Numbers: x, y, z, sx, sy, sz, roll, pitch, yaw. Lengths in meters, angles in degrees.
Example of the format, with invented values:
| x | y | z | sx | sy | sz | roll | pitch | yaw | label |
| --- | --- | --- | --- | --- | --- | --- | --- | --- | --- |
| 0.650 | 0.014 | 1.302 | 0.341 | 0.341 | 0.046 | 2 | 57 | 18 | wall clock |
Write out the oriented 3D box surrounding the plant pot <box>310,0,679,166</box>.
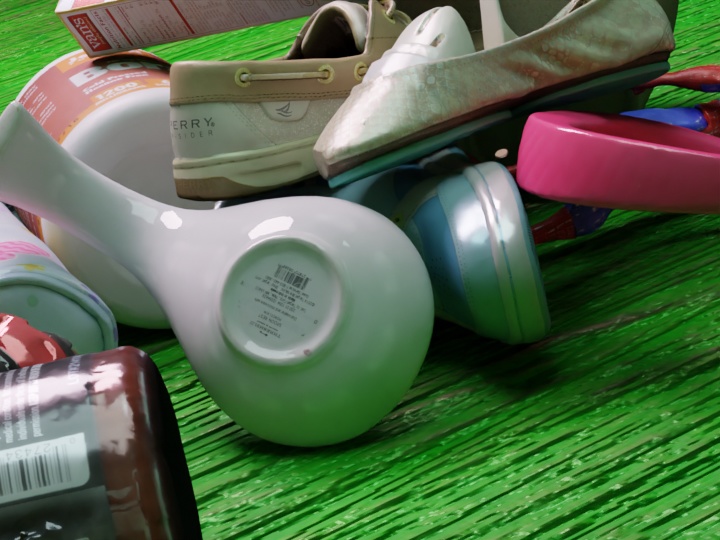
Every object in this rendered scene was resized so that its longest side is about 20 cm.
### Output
| x | y | z | sx | sy | sz | roll | pitch | yaw | label |
| --- | --- | --- | --- | --- | --- | --- | --- | --- | --- |
| 0.078 | -0.124 | 1.163 | 0.199 | 0.201 | 0.135 | -13 | 53 | -3 | plant pot |

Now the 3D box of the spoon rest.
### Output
| x | y | z | sx | sy | sz | roll | pitch | yaw | label |
| --- | --- | --- | --- | --- | --- | --- | --- | --- | --- |
| -0.060 | -0.003 | 0.918 | 0.199 | 0.100 | 0.061 | 29 | -4 | 19 | spoon rest |

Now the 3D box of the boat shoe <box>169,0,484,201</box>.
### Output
| x | y | z | sx | sy | sz | roll | pitch | yaw | label |
| --- | --- | --- | --- | --- | --- | --- | --- | --- | --- |
| -0.001 | -0.086 | 1.012 | 0.074 | 0.067 | 0.200 | 1 | 18 | 46 | boat shoe |

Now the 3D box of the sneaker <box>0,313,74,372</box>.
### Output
| x | y | z | sx | sy | sz | roll | pitch | yaw | label |
| --- | --- | --- | --- | --- | --- | --- | --- | --- | --- |
| -0.203 | 0.050 | 0.867 | 0.200 | 0.071 | 0.098 | 5 | 13 | 31 | sneaker |

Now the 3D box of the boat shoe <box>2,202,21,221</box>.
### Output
| x | y | z | sx | sy | sz | roll | pitch | yaw | label |
| --- | --- | --- | --- | --- | --- | --- | --- | --- | --- |
| -0.211 | -0.034 | 1.232 | 0.199 | 0.074 | 0.065 | -14 | 7 | -30 | boat shoe |

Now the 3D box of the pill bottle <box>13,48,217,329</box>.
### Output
| x | y | z | sx | sy | sz | roll | pitch | yaw | label |
| --- | --- | --- | --- | --- | --- | --- | --- | --- | --- |
| -0.115 | -0.049 | 1.126 | 0.112 | 0.113 | 0.200 | -16 | 18 | -13 | pill bottle |

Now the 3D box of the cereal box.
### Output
| x | y | z | sx | sy | sz | roll | pitch | yaw | label |
| --- | --- | --- | --- | --- | --- | --- | --- | --- | --- |
| -0.038 | -0.178 | 1.097 | 0.199 | 0.040 | 0.144 | -7 | 49 | 29 | cereal box |

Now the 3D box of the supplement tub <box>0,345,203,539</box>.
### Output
| x | y | z | sx | sy | sz | roll | pitch | yaw | label |
| --- | --- | --- | --- | --- | --- | --- | --- | --- | --- |
| -0.151 | 0.095 | 0.720 | 0.199 | 0.107 | 0.107 | -13 | 18 | -1 | supplement tub |

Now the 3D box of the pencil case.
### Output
| x | y | z | sx | sy | sz | roll | pitch | yaw | label |
| --- | --- | --- | --- | --- | --- | --- | --- | --- | --- |
| -0.170 | 0.019 | 1.002 | 0.090 | 0.084 | 0.200 | -23 | 20 | -16 | pencil case |

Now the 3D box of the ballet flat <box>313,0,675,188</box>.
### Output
| x | y | z | sx | sy | sz | roll | pitch | yaw | label |
| --- | --- | --- | --- | --- | --- | --- | --- | --- | --- |
| 0.050 | -0.088 | 0.975 | 0.199 | 0.063 | 0.067 | -21 | 0 | -37 | ballet flat |

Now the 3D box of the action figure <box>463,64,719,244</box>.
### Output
| x | y | z | sx | sy | sz | roll | pitch | yaw | label |
| --- | --- | --- | --- | --- | --- | --- | --- | --- | --- |
| 0.143 | -0.059 | 1.068 | 0.199 | 0.066 | 0.052 | -16 | 22 | -9 | action figure |

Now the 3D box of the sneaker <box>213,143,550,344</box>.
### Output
| x | y | z | sx | sy | sz | roll | pitch | yaw | label |
| --- | --- | --- | --- | --- | --- | --- | --- | --- | --- |
| 0.000 | 0.000 | 0.967 | 0.130 | 0.080 | 0.200 | -15 | 12 | -8 | sneaker |

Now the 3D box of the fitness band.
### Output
| x | y | z | sx | sy | sz | roll | pitch | yaw | label |
| --- | --- | --- | --- | --- | --- | --- | --- | --- | --- |
| 0.143 | -0.037 | 0.946 | 0.143 | 0.038 | 0.200 | 12 | 7 | 19 | fitness band |
